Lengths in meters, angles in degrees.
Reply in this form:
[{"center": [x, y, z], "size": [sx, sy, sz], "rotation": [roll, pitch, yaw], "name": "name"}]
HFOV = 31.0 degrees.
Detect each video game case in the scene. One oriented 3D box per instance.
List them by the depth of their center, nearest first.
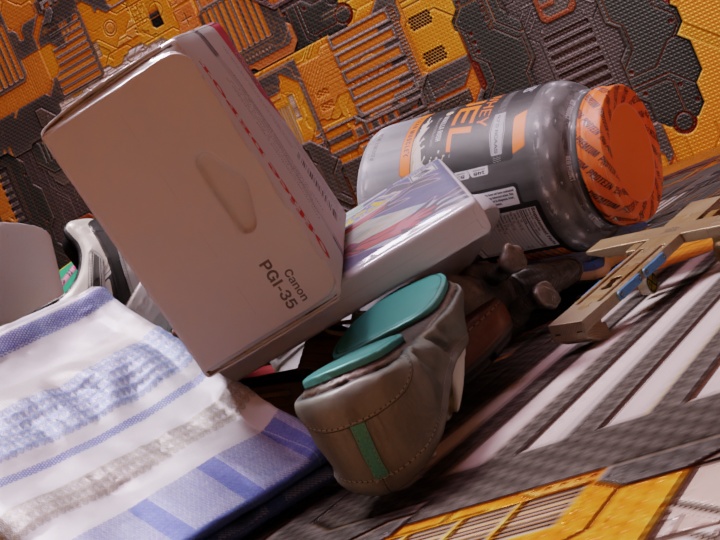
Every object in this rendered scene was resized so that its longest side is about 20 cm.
[{"center": [-0.025, 0.003, 0.764], "size": [0.200, 0.023, 0.182], "rotation": [-30, 12, 4], "name": "video game case"}]

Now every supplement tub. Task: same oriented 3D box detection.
[{"center": [0.107, -0.065, 0.941], "size": [0.200, 0.123, 0.122], "rotation": [-11, 8, 36], "name": "supplement tub"}]

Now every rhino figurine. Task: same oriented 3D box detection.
[{"center": [0.085, 0.022, 0.873], "size": [0.200, 0.060, 0.087], "rotation": [-19, -12, -47], "name": "rhino figurine"}]

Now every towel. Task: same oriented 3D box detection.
[{"center": [-0.125, 0.075, 0.620], "size": [0.147, 0.024, 0.200], "rotation": [-26, 41, -36], "name": "towel"}]

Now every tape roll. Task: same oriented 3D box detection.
[{"center": [-0.297, 0.031, 0.861], "size": [0.202, 0.071, 0.202], "rotation": [-14, -8, -2], "name": "tape roll"}]

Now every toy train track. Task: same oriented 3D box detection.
[{"center": [0.174, 0.005, 0.780], "size": [0.115, 0.033, 0.200], "rotation": [-12, 14, 42], "name": "toy train track"}]

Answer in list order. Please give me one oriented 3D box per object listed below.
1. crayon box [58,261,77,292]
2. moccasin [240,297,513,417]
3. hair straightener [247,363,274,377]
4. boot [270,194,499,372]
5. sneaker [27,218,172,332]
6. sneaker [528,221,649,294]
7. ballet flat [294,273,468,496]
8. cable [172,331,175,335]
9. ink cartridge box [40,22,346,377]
[{"center": [-0.251, 0.087, 1.025], "size": [0.200, 0.058, 0.119], "rotation": [-34, -40, 12], "name": "crayon box"}, {"center": [-0.012, 0.056, 0.721], "size": [0.201, 0.078, 0.074], "rotation": [-22, -1, 22], "name": "moccasin"}, {"center": [-0.028, 0.076, 1.099], "size": [0.200, 0.041, 0.077], "rotation": [-22, 2, 43], "name": "hair straightener"}, {"center": [0.000, 0.000, 0.903], "size": [0.200, 0.096, 0.074], "rotation": [-47, -22, 15], "name": "boot"}, {"center": [-0.162, 0.063, 0.756], "size": [0.087, 0.200, 0.076], "rotation": [16, -23, -8], "name": "sneaker"}, {"center": [0.165, -0.031, 1.053], "size": [0.078, 0.089, 0.200], "rotation": [-22, 3, 36], "name": "sneaker"}, {"center": [0.018, 0.052, 0.596], "size": [0.067, 0.064, 0.200], "rotation": [-25, 5, 15], "name": "ballet flat"}, {"center": [-0.200, 0.055, 0.887], "size": [0.200, 0.050, 0.097], "rotation": [-5, 16, 40], "name": "cable"}, {"center": [-0.078, -0.048, 0.692], "size": [0.083, 0.147, 0.200], "rotation": [-32, 11, 7], "name": "ink cartridge box"}]
